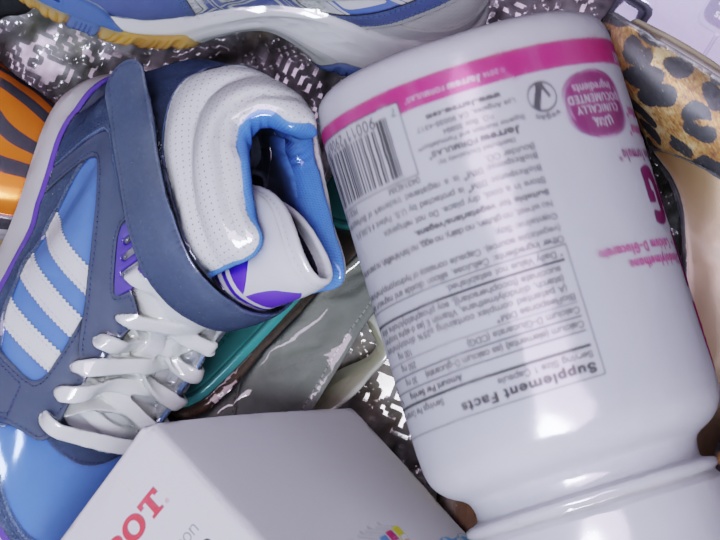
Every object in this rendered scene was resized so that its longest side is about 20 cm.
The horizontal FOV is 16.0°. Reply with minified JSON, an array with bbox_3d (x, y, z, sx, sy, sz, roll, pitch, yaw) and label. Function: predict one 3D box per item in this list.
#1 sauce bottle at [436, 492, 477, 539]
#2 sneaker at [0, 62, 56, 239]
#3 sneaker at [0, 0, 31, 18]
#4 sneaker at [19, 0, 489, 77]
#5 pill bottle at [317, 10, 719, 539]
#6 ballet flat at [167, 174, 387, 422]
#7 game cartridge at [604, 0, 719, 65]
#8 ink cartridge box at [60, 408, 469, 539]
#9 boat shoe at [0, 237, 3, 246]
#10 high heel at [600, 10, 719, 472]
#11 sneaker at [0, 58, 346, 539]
[{"bbox_3d":[0.060,0.082,1.012,0.064,0.065,0.201,8,85,3],"label":"sauce bottle"},{"bbox_3d":[-0.181,-0.092,0.998,0.200,0.112,0.078,26,47,-2],"label":"sneaker"},{"bbox_3d":[-0.102,-0.187,1.032,0.088,0.076,0.200,44,99,-7],"label":"sneaker"},{"bbox_3d":[-0.043,-0.132,0.973,0.199,0.088,0.075,7,47,-14],"label":"sneaker"},{"bbox_3d":[0.064,0.017,0.929,0.113,0.113,0.201,-17,84,3],"label":"pill bottle"},{"bbox_3d":[0.000,0.000,1.029,0.064,0.067,0.200,42,85,-27],"label":"ballet flat"},{"bbox_3d":[0.213,-0.099,1.027,0.200,0.041,0.133,33,95,2],"label":"game cartridge"},{"bbox_3d":[-0.018,0.170,0.932,0.200,0.145,0.147,46,109,22],"label":"ink cartridge box"},{"bbox_3d":[-0.138,0.067,1.030,0.076,0.072,0.201,-12,89,-9],"label":"boat shoe"},{"bbox_3d":[0.125,0.008,0.991,0.143,0.071,0.200,-47,111,-3],"label":"high heel"},{"bbox_3d":[-0.074,0.019,0.949,0.080,0.146,0.201,19,82,-40],"label":"sneaker"}]
